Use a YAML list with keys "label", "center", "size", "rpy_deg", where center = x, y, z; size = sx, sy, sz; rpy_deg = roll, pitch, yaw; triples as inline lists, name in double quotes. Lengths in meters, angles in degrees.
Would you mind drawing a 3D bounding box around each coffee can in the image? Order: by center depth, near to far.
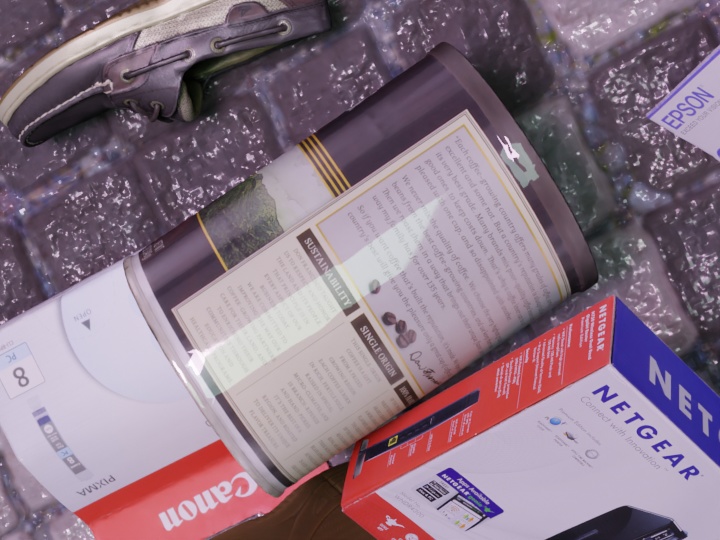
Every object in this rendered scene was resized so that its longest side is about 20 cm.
- label: "coffee can"
  center: [0.000, 0.000, 0.771]
  size: [0.199, 0.146, 0.147]
  rpy_deg: [-34, 92, -1]

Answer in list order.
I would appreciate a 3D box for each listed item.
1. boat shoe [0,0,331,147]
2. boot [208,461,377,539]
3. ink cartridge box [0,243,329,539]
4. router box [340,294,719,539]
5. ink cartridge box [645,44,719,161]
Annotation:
- label: "boat shoe"
  center: [-0.108, -0.114, 0.834]
  size: [0.199, 0.072, 0.067]
  rpy_deg: [-28, 88, 9]
- label: "boot"
  center: [-0.029, 0.196, 0.864]
  size: [0.073, 0.198, 0.156]
  rpy_deg: [48, 145, 31]
- label: "ink cartridge box"
  center: [-0.118, 0.096, 0.882]
  size: [0.159, 0.047, 0.202]
  rpy_deg: [-27, 91, 13]
- label: "router box"
  center: [0.121, 0.126, 0.772]
  size: [0.200, 0.049, 0.179]
  rpy_deg: [41, 127, -22]
- label: "ink cartridge box"
  center: [0.260, -0.068, 0.707]
  size: [0.199, 0.198, 0.044]
  rpy_deg: [33, 69, -3]
